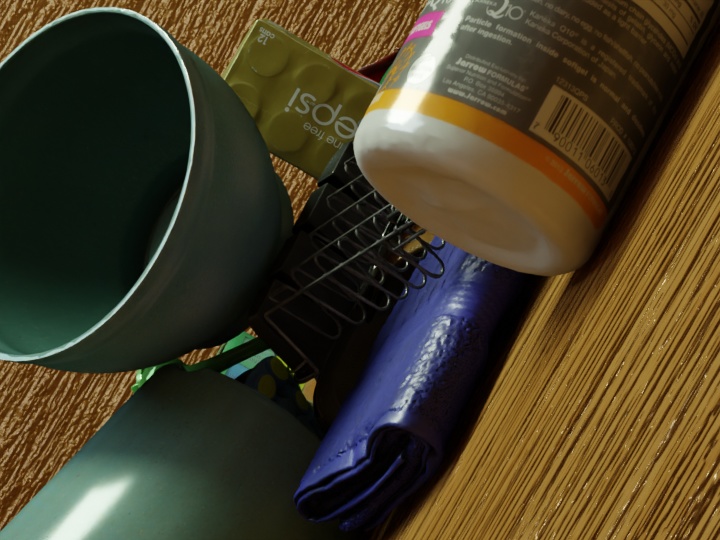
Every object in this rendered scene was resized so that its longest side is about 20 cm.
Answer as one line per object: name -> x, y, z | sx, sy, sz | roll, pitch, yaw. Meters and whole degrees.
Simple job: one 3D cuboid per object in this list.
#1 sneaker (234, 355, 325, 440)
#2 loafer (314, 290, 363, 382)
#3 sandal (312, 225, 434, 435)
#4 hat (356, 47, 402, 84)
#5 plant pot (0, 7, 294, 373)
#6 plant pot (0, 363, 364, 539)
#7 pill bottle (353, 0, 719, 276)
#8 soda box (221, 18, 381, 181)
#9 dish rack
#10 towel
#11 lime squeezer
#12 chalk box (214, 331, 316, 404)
sneaker -> -0.068, 0.100, 1.340 | 0.083, 0.071, 0.200 | -30, -1, -9
loafer -> 0.000, 0.000, 1.374 | 0.063, 0.072, 0.200 | -60, 8, 32
sandal -> 0.030, 0.012, 1.250 | 0.200, 0.082, 0.055 | -63, 2, -33
hat -> 0.023, -0.138, 1.578 | 0.166, 0.176, 0.200 | -101, 27, -54
plant pot -> -0.122, -0.029, 1.231 | 0.200, 0.134, 0.200 | -16, 64, 36
plant pot -> -0.108, 0.170, 1.197 | 0.196, 0.200, 0.200 | -52, -2, -25
pill bottle -> 0.090, -0.108, 0.968 | 0.200, 0.116, 0.116 | -61, 2, -15
soda box -> 0.008, -0.075, 1.343 | 0.068, 0.200, 0.064 | -60, 2, 7
dish rack -> 0.024, -0.038, 1.157 | 0.200, 0.055, 0.153 | -33, 25, 50
towel -> 0.046, 0.035, 1.130 | 0.200, 0.050, 0.148 | -61, 9, -30
lime squeezer -> -0.106, 0.061, 1.320 | 0.071, 0.038, 0.200 | -43, 6, -21
chalk box -> -0.075, 0.136, 1.571 | 0.200, 0.125, 0.124 | -57, 4, 44
